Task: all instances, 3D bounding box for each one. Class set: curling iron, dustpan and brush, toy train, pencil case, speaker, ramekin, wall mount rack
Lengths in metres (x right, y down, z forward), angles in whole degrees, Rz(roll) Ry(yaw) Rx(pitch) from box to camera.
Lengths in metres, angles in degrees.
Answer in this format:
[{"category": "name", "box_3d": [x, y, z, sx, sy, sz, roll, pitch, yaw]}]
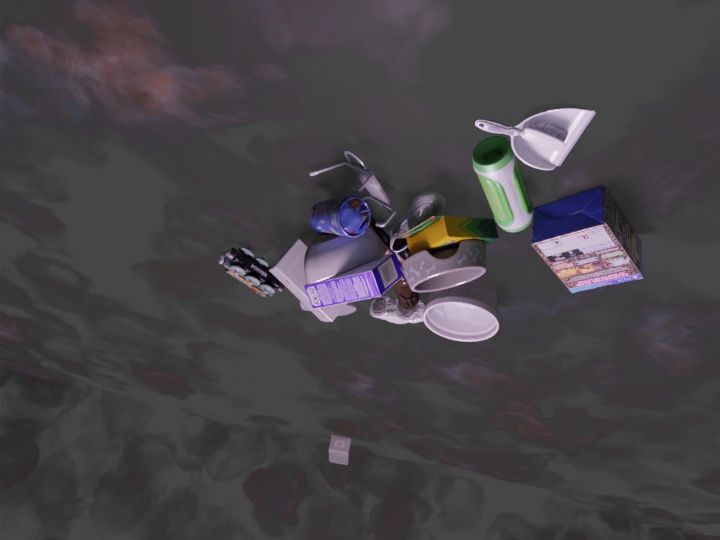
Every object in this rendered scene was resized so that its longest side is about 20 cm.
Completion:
[{"category": "curling iron", "box_3d": [0.068, -0.077, 1.441, 0.025, 0.050, 0.199, -20, 129, 41]}, {"category": "dustpan and brush", "box_3d": [0.295, -0.245, 1.053, 0.196, 0.058, 0.141, 17, 140, -5]}, {"category": "toy train", "box_3d": [-0.308, 0.006, 1.683, 0.199, 0.087, 0.113, 35, 152, -30]}, {"category": "pencil case", "box_3d": [-0.044, -0.111, 1.270, 0.087, 0.079, 0.199, 40, 169, -19]}, {"category": "speaker", "box_3d": [0.282, -0.165, 1.171, 0.087, 0.090, 0.201, -5, 143, 28]}, {"category": "ramekin", "box_3d": [0.266, 0.091, 1.557, 0.195, 0.107, 0.202, 10, 147, 6]}, {"category": "wall mount rack", "box_3d": [-0.013, -0.175, 1.296, 0.173, 0.075, 0.201, 32, 166, 46]}]

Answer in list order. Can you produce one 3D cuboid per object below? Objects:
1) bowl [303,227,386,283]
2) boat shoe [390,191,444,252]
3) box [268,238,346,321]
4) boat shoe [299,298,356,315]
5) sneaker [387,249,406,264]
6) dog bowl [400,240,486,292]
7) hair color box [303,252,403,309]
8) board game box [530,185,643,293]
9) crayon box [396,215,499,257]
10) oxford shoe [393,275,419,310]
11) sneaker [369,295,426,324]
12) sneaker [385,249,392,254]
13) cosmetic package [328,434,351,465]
[{"category": "bowl", "box_3d": [-0.044, -0.049, 1.378, 0.196, 0.200, 0.076, -19, 101, -1]}, {"category": "boat shoe", "box_3d": [0.121, -0.105, 1.345, 0.071, 0.070, 0.199, 27, 146, -20]}, {"category": "box", "box_3d": [-0.127, 0.028, 1.532, 0.200, 0.098, 0.124, 45, 166, -10]}, {"category": "boat shoe", "box_3d": [-0.091, 0.081, 1.721, 0.197, 0.072, 0.072, 15, 141, -42]}, {"category": "sneaker", "box_3d": [0.029, 0.002, 1.525, 0.195, 0.097, 0.080, 1, 145, 18]}, {"category": "dog bowl", "box_3d": [0.189, -0.005, 1.327, 0.195, 0.060, 0.200, -12, 165, -3]}, {"category": "hair color box", "box_3d": [-0.017, 0.024, 1.326, 0.197, 0.109, 0.066, -11, 105, 37]}, {"category": "board game box", "box_3d": [0.474, -0.059, 1.247, 0.157, 0.098, 0.199, -16, 137, 39]}, {"category": "crayon box", "box_3d": [0.190, -0.070, 1.302, 0.197, 0.052, 0.126, -1, 161, -37]}, {"category": "oxford shoe", "box_3d": [0.125, 0.053, 1.524, 0.071, 0.086, 0.200, -19, 163, 2]}, {"category": "sneaker", "box_3d": [0.125, 0.114, 1.682, 0.197, 0.080, 0.099, 4, 162, 45]}, {"category": "sneaker", "box_3d": [0.000, 0.000, 1.461, 0.197, 0.075, 0.087, -24, -178, 15]}, {"category": "cosmetic package", "box_3d": [-0.103, 0.894, 2.968, 0.104, 0.092, 0.202, 8, 145, 5]}]
